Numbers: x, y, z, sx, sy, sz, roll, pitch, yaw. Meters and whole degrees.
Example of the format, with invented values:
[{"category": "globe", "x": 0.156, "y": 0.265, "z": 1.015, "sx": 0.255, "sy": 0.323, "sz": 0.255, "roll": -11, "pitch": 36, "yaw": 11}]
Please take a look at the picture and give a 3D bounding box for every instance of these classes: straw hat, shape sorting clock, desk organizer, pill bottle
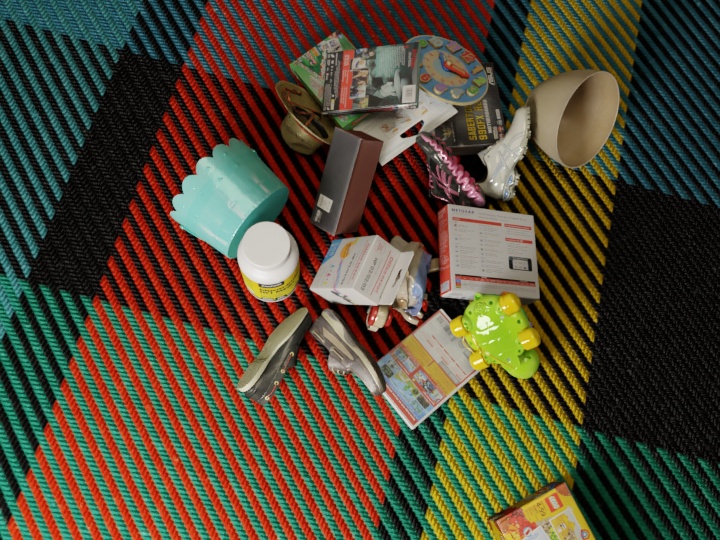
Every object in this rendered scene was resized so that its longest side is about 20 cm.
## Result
[{"category": "straw hat", "x": -0.116, "y": -0.293, "z": 1.389, "sx": 0.201, "sy": 0.201, "sz": 0.085, "roll": 49, "pitch": 116, "yaw": 10}, {"category": "shape sorting clock", "x": 0.179, "y": -0.425, "z": 1.404, "sx": 0.199, "sy": 0.039, "sz": 0.201, "roll": 13, "pitch": 51, "yaw": -17}, {"category": "desk organizer", "x": -0.027, "y": -0.177, "z": 1.336, "sx": 0.072, "sy": 0.077, "sz": 0.201, "roll": 31, "pitch": 114, "yaw": 32}, {"category": "pill bottle", "x": -0.170, "y": -0.017, "z": 1.246, "sx": 0.112, "sy": 0.200, "sz": 0.113, "roll": 1, "pitch": 73, "yaw": -4}]

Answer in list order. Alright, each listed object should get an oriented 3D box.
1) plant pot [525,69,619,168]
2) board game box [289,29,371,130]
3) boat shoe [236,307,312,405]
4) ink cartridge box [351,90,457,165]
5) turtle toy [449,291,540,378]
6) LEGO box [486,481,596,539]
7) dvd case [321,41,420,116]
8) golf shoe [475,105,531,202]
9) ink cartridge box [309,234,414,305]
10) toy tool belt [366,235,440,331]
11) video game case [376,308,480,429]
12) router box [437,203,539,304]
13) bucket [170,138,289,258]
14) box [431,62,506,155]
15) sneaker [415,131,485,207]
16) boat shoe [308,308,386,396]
[{"category": "plant pot", "x": 0.427, "y": -0.334, "z": 1.410, "sx": 0.200, "sy": 0.201, "sz": 0.134, "roll": -41, "pitch": 46, "yaw": -14}, {"category": "board game box", "x": -0.041, "y": -0.402, "z": 1.412, "sx": 0.134, "sy": 0.029, "sz": 0.200, "roll": -36, "pitch": 72, "yaw": -4}, {"category": "boat shoe", "x": -0.151, "y": 0.160, "z": 1.269, "sx": 0.063, "sy": 0.074, "sz": 0.202, "roll": 43, "pitch": 65, "yaw": -21}, {"category": "ink cartridge box", "x": 0.078, "y": -0.333, "z": 1.412, "sx": 0.200, "sy": 0.044, "sz": 0.174, "roll": -35, "pitch": 73, "yaw": -1}, {"category": "turtle toy", "x": 0.273, "y": 0.125, "z": 1.279, "sx": 0.145, "sy": 0.101, "sz": 0.200, "roll": -28, "pitch": 97, "yaw": 27}, {"category": "LEGO box", "x": 0.343, "y": 0.505, "z": 1.195, "sx": 0.148, "sy": 0.077, "sz": 0.201, "roll": -25, "pitch": 77, "yaw": -11}, {"category": "dvd case", "x": 0.022, "y": -0.388, "z": 1.359, "sx": 0.199, "sy": 0.022, "sz": 0.147, "roll": -2, "pitch": 72, "yaw": 17}, {"category": "golf shoe", "x": 0.295, "y": -0.247, "z": 1.385, "sx": 0.097, "sy": 0.078, "sz": 0.201, "roll": 15, "pitch": 100, "yaw": 8}, {"category": "ink cartridge box", "x": 0.000, "y": 0.000, "z": 1.254, "sx": 0.068, "sy": 0.200, "sz": 0.116, "roll": 34, "pitch": 71, "yaw": -28}, {"category": "toy tool belt", "x": 0.092, "y": 0.037, "z": 1.288, "sx": 0.122, "sy": 0.125, "sz": 0.201, "roll": 19, "pitch": 53, "yaw": -5}, {"category": "video game case", "x": 0.130, "y": 0.189, "z": 1.304, "sx": 0.200, "sy": 0.017, "sz": 0.143, "roll": -38, "pitch": 80, "yaw": -14}, {"category": "router box", "x": 0.257, "y": -0.031, "z": 1.338, "sx": 0.199, "sy": 0.049, "sz": 0.180, "roll": 6, "pitch": 72, "yaw": -18}, {"category": "bucket", "x": -0.243, "y": -0.132, "z": 1.279, "sx": 0.135, "sy": 0.207, "sz": 0.207, "roll": 41, "pitch": 75, "yaw": 6}, {"category": "box", "x": 0.224, "y": -0.351, "z": 1.456, "sx": 0.158, "sy": 0.048, "sz": 0.201, "roll": -4, "pitch": 74, "yaw": -6}, {"category": "sneaker", "x": 0.166, "y": -0.191, "z": 1.368, "sx": 0.095, "sy": 0.079, "sz": 0.200, "roll": -35, "pitch": 102, "yaw": 24}, {"category": "boat shoe", "x": -0.026, "y": 0.165, "z": 1.272, "sx": 0.073, "sy": 0.074, "sz": 0.200, "roll": -41, "pitch": 64, "yaw": 4}]
